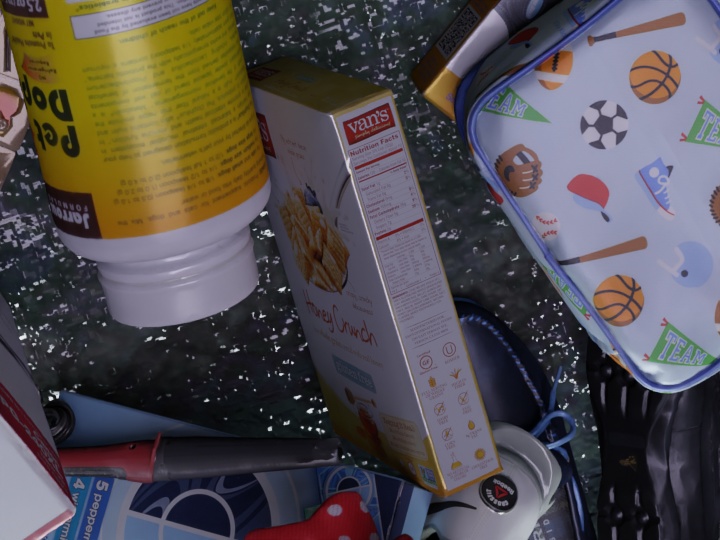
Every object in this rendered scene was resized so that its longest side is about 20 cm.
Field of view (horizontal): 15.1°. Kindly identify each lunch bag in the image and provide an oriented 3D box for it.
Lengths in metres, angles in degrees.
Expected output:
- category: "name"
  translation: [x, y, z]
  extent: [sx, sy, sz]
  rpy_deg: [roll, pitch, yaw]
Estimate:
- category: "lunch bag"
  translation: [0.154, -0.048, 1.342]
  extent: [0.160, 0.076, 0.200]
  rpy_deg: [-36, 104, 2]

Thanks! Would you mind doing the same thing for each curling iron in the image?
- category: "curling iron"
  translation: [-0.103, 0.083, 1.340]
  extent: [0.199, 0.026, 0.050]
  rpy_deg: [3, 75, 23]

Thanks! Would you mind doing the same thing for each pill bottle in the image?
- category: "pill bottle"
  translation: [-0.106, -0.079, 1.313]
  extent: [0.109, 0.109, 0.201]
  rpy_deg: [-14, 111, -5]

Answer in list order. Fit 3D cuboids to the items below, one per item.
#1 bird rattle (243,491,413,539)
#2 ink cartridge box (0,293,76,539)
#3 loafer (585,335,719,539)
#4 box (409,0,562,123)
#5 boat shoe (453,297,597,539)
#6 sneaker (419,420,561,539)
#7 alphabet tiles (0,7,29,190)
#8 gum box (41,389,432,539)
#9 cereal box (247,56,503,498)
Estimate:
- category: "bird rattle"
  translation: [0.015, 0.196, 1.268]
  extent: [0.112, 0.163, 0.201]
  rpy_deg: [-10, 96, 35]
- category: "ink cartridge box"
  translation: [-0.229, 0.077, 1.297]
  extent: [0.145, 0.200, 0.083]
  rpy_deg: [-35, 121, 4]
- category: "loafer"
  translation: [0.163, 0.077, 1.448]
  extent: [0.070, 0.068, 0.202]
  rpy_deg: [-13, 106, -47]
- category: "box"
  translation: [0.133, -0.136, 1.374]
  extent: [0.119, 0.042, 0.200]
  rpy_deg: [36, 102, -19]
- category: "boat shoe"
  translation: [0.089, 0.105, 1.435]
  extent: [0.084, 0.069, 0.201]
  rpy_deg: [-30, 112, 1]
- category: "sneaker"
  translation: [0.035, 0.161, 1.397]
  extent: [0.074, 0.089, 0.200]
  rpy_deg: [30, 142, 7]
- category: "alphabet tiles"
  translation: [-0.254, -0.110, 1.331]
  extent: [0.199, 0.008, 0.168]
  rpy_deg: [21, 104, -17]
- category: "gum box"
  translation: [-0.081, 0.165, 1.350]
  extent: [0.199, 0.045, 0.171]
  rpy_deg: [12, 82, 26]
- category: "cereal box"
  translation: [0.000, 0.000, 1.333]
  extent: [0.039, 0.144, 0.201]
  rpy_deg: [-23, 107, -17]
